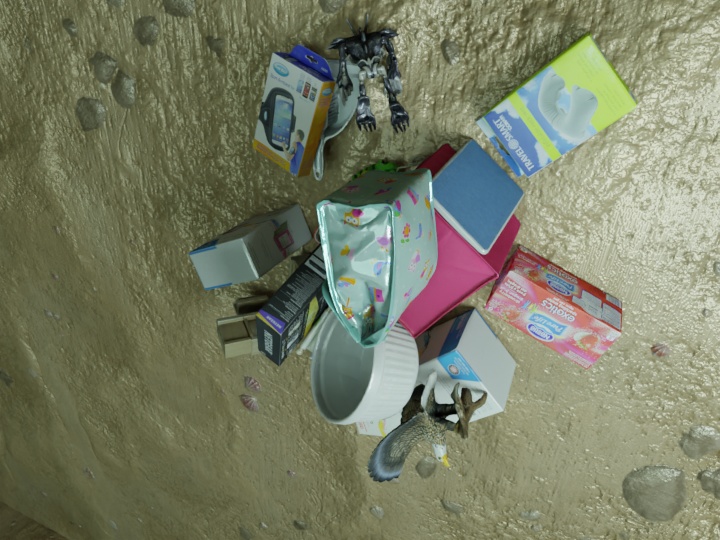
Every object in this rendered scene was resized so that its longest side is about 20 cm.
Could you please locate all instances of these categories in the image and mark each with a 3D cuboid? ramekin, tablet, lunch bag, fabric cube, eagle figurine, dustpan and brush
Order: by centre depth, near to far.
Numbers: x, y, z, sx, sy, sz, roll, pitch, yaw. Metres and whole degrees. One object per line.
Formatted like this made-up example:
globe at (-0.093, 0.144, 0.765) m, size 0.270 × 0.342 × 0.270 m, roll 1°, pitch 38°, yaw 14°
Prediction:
lunch bag at (0.030, -0.020, 0.709) m, size 0.122 × 0.170 × 0.200 m, roll 6°, pitch 117°, yaw 24°
tablet at (0.177, -0.118, 0.808) m, size 0.130 × 0.200 × 0.014 m, roll 45°, pitch 137°, yaw -2°
fabric cube at (0.115, -0.051, 0.879) m, size 0.200 × 0.199 × 0.196 m, roll 46°, pitch 126°, yaw -3°
ramekin at (0.008, 0.158, 0.896) m, size 0.105 × 0.200 × 0.200 m, roll 14°, pitch 136°, yaw -31°
eagle figurine at (0.102, 0.267, 0.901) m, size 0.200 × 0.151 × 0.152 m, roll -25°, pitch 146°, yaw 34°
dustpan and brush at (-0.065, -0.261, 0.937) m, size 0.139 × 0.057 × 0.200 m, roll 13°, pitch 122°, yaw 20°

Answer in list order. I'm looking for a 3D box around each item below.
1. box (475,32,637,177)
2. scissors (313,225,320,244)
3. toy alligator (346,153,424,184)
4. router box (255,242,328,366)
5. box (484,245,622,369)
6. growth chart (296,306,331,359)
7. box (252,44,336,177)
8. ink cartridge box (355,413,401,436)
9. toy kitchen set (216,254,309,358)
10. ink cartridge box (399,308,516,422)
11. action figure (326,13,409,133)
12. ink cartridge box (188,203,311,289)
box at (0.279, -0.231, 0.787) m, size 0.200 × 0.048 × 0.122 m, roll -34°, pitch 98°, yaw 36°
scissors at (-0.024, -0.105, 1.035) m, size 0.073 × 0.014 × 0.200 m, roll 42°, pitch 129°, yaw 1°
toy alligator at (0.031, -0.169, 0.949) m, size 0.200 × 0.059 × 0.054 m, roll -30°, pitch 61°, yaw 36°
router box at (-0.103, 0.063, 0.888) m, size 0.052 × 0.157 × 0.200 m, roll 36°, pitch 155°, yaw 7°
box at (0.324, 0.060, 0.898) m, size 0.200 × 0.100 × 0.096 m, roll 31°, pitch 127°, yaw 8°
growth chart at (-0.022, 0.153, 1.008) m, size 0.200 × 0.018 × 0.145 m, roll 32°, pitch 107°, yaw -30°
box at (-0.116, -0.276, 0.917) m, size 0.119 × 0.041 × 0.200 m, roll 36°, pitch 128°, yaw 21°
ink cartridge box at (0.047, 0.311, 1.204) m, size 0.200 × 0.068 × 0.117 m, roll -4°, pitch 115°, yaw 29°
toy kitchen set at (-0.207, 0.051, 1.132) m, size 0.163 × 0.200 × 0.181 m, roll -126°, pitch 34°, yaw -45°
ink cartridge box at (0.166, 0.200, 1.030) m, size 0.200 × 0.145 × 0.147 m, roll -32°, pitch 101°, yaw 36°
action figure at (0.013, -0.302, 0.836) m, size 0.119 × 0.200 × 0.102 m, roll -8°, pitch 153°, yaw -5°
ink cartridge box at (-0.210, -0.050, 1.048) m, size 0.144 × 0.200 × 0.085 m, roll -11°, pitch 108°, yaw 31°
